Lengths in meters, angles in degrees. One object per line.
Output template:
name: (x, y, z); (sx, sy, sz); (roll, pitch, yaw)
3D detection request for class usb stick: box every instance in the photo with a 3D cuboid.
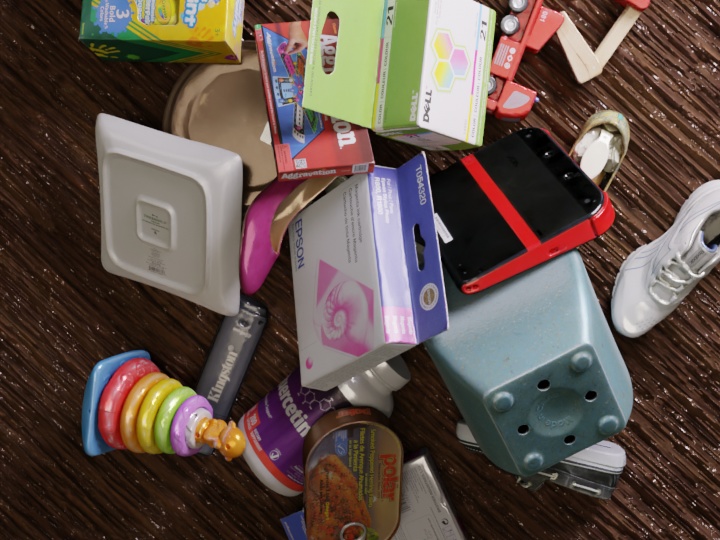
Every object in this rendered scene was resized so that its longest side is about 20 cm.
usb stick: (-0.166, 0.128, 1.192); (0.055, 0.033, 0.203); (24, 101, 5)

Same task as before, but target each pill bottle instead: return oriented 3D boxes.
pill bottle: (-0.040, 0.157, 1.137); (0.199, 0.112, 0.113); (-42, 91, 12)

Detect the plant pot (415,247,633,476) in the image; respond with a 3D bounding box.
plant pot: (0.170, 0.088, 1.013); (0.194, 0.201, 0.198); (-27, 119, 6)

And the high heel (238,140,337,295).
high heel: (-0.066, -0.064, 1.057); (0.094, 0.067, 0.204); (14, 86, 11)

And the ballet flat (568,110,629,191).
ballet flat: (0.232, -0.081, 1.084); (0.070, 0.071, 0.203); (27, 102, 3)

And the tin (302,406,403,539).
tin: (-0.009, 0.237, 1.104); (0.109, 0.042, 0.203); (-3, 121, -8)

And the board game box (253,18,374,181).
board game box: (-0.052, -0.186, 1.060); (0.101, 0.020, 0.203); (-6, 60, -11)

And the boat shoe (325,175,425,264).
boat shoe: (0.042, -0.053, 1.125); (0.199, 0.068, 0.072); (39, 147, 10)

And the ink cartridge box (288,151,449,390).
ink cartridge box: (0.000, 0.000, 1.037); (0.199, 0.043, 0.200); (-32, 56, 44)

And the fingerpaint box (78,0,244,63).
fingerpaint box: (-0.209, -0.335, 1.081); (0.163, 0.073, 0.205); (3, 83, 8)

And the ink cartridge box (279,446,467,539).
ink cartridge box: (0.015, 0.306, 1.189); (0.197, 0.042, 0.121); (-25, 94, 9)

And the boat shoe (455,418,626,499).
boat shoe: (0.201, 0.218, 1.130); (0.196, 0.072, 0.072); (12, 96, 4)

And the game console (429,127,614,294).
game console: (0.150, -0.067, 1.030); (0.175, 0.201, 0.031); (-28, 126, 1)

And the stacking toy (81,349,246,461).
stacking toy: (-0.211, 0.171, 1.139); (0.197, 0.109, 0.119); (13, 101, 25)

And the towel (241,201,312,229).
towel: (-0.159, -0.076, 1.157); (0.148, 0.036, 0.200); (45, 101, 0)

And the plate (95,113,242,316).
plate: (-0.223, -0.056, 1.119); (0.196, 0.032, 0.204); (18, 121, 21)

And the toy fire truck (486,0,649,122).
toy fire truck: (0.217, -0.247, 1.069); (0.139, 0.049, 0.203); (21, 101, 5)

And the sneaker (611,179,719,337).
sneaker: (0.340, -0.011, 1.068); (0.074, 0.087, 0.202); (35, 103, 0)

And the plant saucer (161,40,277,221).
plant saucer: (-0.126, -0.158, 1.111); (0.195, 0.029, 0.205); (0, 88, 0)

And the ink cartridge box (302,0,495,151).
ink cartridge box: (0.042, -0.215, 1.012); (0.075, 0.198, 0.151); (4, 86, 46)
